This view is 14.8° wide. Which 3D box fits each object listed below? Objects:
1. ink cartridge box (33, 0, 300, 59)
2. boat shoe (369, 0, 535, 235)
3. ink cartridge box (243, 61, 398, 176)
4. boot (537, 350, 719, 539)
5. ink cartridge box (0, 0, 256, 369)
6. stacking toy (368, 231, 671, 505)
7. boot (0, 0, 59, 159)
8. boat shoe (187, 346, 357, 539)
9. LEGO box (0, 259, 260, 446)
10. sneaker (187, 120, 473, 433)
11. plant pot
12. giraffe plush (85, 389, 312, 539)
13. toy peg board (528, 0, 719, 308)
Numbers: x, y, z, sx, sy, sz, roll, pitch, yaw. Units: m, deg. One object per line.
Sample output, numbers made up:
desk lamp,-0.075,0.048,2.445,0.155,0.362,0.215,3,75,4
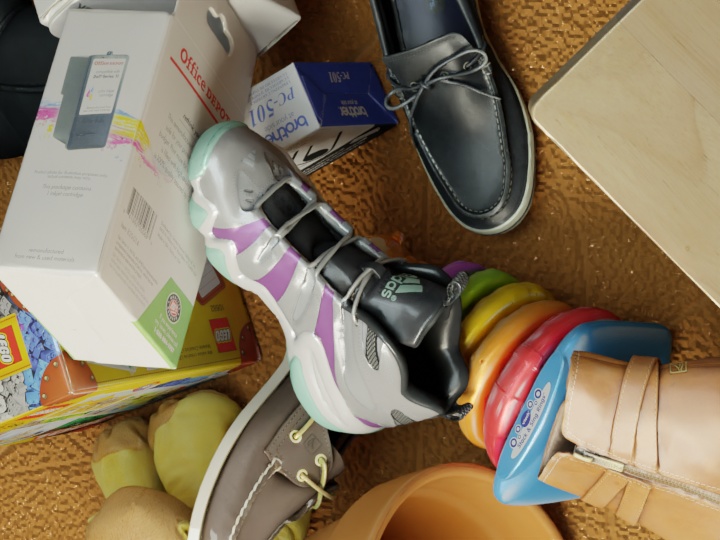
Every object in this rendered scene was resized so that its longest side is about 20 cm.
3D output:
ink cartridge box,-0.131,-0.216,1.590,0.083,0.147,0.201,-37,56,25
boat shoe,0.046,-0.116,1.583,0.074,0.062,0.201,-16,88,27
ink cartridge box,-0.084,-0.059,1.642,0.199,0.094,0.044,-28,80,29
boot,0.169,0.126,1.479,0.154,0.074,0.201,8,121,2
ink cartridge box,-0.124,-0.062,1.507,0.067,0.117,0.201,4,64,22
stacking toy,0.066,0.035,1.574,0.200,0.110,0.116,38,112,33
boot,-0.192,-0.159,1.701,0.167,0.076,0.201,0,101,33
boat shoe,-0.034,0.099,1.589,0.059,0.200,0.072,18,143,19
LEGO box,-0.178,0.050,1.643,0.148,0.200,0.078,-22,83,29
sneaker,0.000,0.000,1.494,0.140,0.078,0.200,-3,127,48
plant pot,0.018,0.216,1.560,0.140,0.200,0.201,-14,87,42
giraffe plush,-0.115,0.178,1.638,0.172,0.162,0.201,-21,83,29
toy peg board,0.222,-0.093,1.447,0.200,0.098,0.199,44,101,-12
